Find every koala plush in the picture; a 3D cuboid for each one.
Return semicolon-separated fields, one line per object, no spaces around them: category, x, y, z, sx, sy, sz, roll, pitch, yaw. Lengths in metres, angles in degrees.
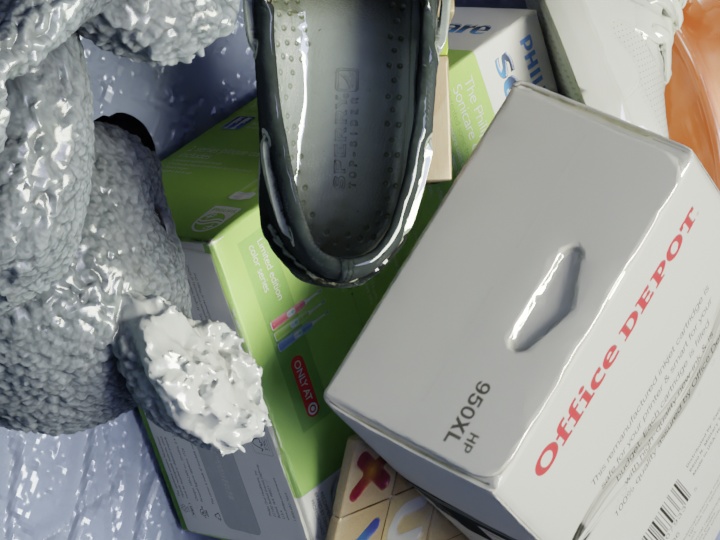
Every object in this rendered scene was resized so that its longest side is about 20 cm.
koala plush;-0.125;-0.016;0.948;0.184;0.177;0.200;-58;138;-29

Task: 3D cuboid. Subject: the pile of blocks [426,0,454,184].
pile of blocks;0.000;-0.120;1.016;0.062;0.082;0.200;-1;113;-5

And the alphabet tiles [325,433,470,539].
alphabet tiles;0.048;0.090;1.138;0.200;0.006;0.166;-17;125;-51

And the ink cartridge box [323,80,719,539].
ink cartridge box;0.087;0.040;1.072;0.145;0.084;0.200;-59;149;-10

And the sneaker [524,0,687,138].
sneaker;0.125;-0.126;1.157;0.074;0.116;0.200;78;-2;-59

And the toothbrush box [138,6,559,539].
toothbrush box;0.000;0.000;1.126;0.200;0.086;0.146;-37;120;-35

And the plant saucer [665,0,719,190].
plant saucer;0.137;-0.051;1.265;0.200;0.032;0.200;23;63;-55

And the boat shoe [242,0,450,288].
boat shoe;-0.002;-0.094;0.926;0.076;0.060;0.200;-4;93;-6
